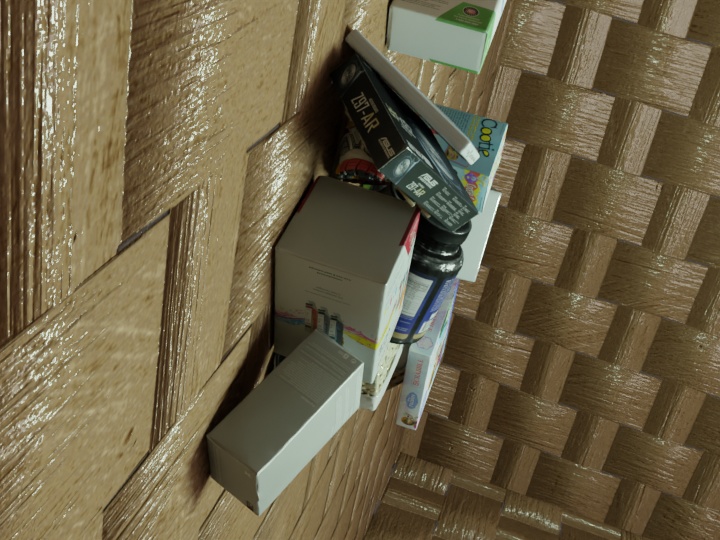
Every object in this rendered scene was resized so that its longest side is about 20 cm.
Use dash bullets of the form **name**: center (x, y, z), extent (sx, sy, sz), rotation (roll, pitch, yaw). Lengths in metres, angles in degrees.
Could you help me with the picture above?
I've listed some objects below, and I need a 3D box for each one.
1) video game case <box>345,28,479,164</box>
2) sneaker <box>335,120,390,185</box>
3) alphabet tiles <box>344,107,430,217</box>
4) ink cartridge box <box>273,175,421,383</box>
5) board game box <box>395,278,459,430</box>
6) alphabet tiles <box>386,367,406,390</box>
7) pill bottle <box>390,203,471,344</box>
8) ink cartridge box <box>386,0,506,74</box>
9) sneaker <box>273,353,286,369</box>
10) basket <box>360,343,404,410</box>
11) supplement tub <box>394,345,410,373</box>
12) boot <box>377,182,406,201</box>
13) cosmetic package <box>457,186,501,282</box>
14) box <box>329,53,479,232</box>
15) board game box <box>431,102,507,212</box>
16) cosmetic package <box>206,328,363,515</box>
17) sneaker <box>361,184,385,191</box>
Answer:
- **video game case**: center (0.072, -0.217, 1.176), extent (0.022, 0.200, 0.182), rotation (-45, 174, 9)
- **sneaker**: center (0.013, -0.160, 1.259), extent (0.200, 0.077, 0.083), rotation (-10, 104, -87)
- **alphabet tiles**: center (0.035, -0.153, 1.154), extent (0.006, 0.167, 0.200), rotation (-35, -161, 17)
- **ink cartridge box**: center (-0.020, 0.015, 1.169), extent (0.201, 0.144, 0.146), rotation (98, 13, -48)
- **board game box**: center (0.118, 0.142, 1.618), extent (0.201, 0.041, 0.200), rotation (96, 14, -44)
- **alphabet tiles**: center (-0.007, 0.226, 1.603), extent (0.199, 0.008, 0.167), rotation (-26, 163, -3)
- **pill bottle**: center (0.079, -0.001, 1.303), extent (0.201, 0.111, 0.112), rotation (-64, 176, 32)
- **ink cartridge box**: center (0.137, -0.400, 1.345), extent (0.084, 0.144, 0.201), rotation (94, 15, -56)
- **sneaker**: center (-0.100, 0.190, 1.241), extent (0.092, 0.075, 0.201), rotation (91, 20, -73)
- **basket**: center (-0.005, 0.097, 1.431), extent (0.200, 0.134, 0.124), rotation (-62, 163, -53)
- **supplement tub**: center (0.044, 0.094, 1.666), extent (0.200, 0.144, 0.146), rotation (-54, 159, -61)
- **boot**: center (0.030, -0.084, 1.304), extent (0.068, 0.130, 0.200), rotation (63, 14, 0)
- **cosmetic package**: center (0.136, -0.098, 1.664), extent (0.200, 0.166, 0.168), rotation (-105, -150, -76)
- **box**: center (0.055, -0.150, 1.113), extent (0.043, 0.161, 0.200), rotation (-35, 146, 16)
- **board game box**: center (0.111, -0.183, 1.406), extent (0.103, 0.198, 0.105), rotation (88, 22, -62)
- **cosmetic package**: center (-0.087, 0.179, 1.096), extent (0.200, 0.090, 0.107), rotation (-40, 153, -34)
- **sneaker**: center (0.036, -0.096, 1.459), extent (0.077, 0.083, 0.201), rotation (48, 60, -68)
